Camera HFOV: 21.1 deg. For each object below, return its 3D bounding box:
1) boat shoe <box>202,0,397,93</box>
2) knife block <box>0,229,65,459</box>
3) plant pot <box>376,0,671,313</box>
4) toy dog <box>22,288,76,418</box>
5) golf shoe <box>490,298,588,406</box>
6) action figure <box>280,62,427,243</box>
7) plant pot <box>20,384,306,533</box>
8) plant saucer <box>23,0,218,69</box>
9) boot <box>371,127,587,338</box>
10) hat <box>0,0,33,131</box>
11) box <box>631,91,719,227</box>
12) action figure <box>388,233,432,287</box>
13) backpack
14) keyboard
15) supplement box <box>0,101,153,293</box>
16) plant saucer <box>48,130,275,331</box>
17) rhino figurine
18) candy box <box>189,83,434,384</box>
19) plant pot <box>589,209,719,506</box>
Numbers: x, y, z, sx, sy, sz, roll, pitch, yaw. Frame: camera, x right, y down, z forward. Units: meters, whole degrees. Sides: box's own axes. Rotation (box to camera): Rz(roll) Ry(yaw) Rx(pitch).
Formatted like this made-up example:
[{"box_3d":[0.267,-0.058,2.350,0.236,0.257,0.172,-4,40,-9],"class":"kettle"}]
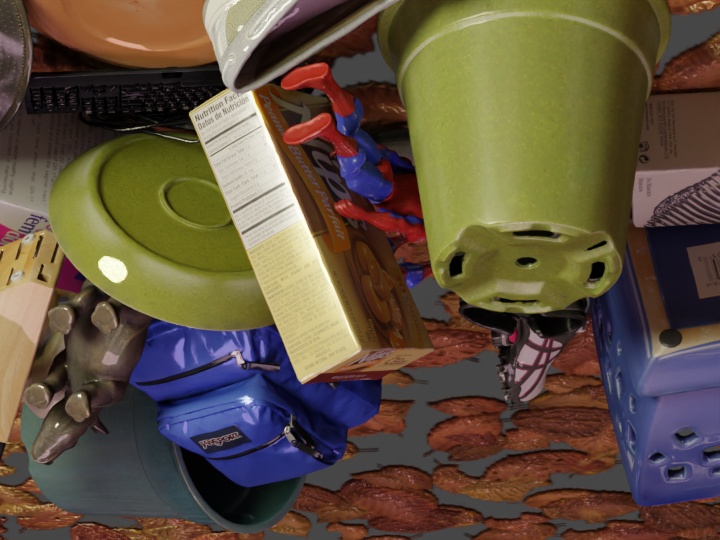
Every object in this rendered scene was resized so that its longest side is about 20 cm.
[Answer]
[{"box_3d":[-0.005,-0.179,1.195,0.202,0.065,0.074,-26,145,13],"class":"boat shoe"},{"box_3d":[-0.266,0.080,1.410,0.200,0.064,0.176,-20,123,17],"class":"knife block"},{"box_3d":[0.109,-0.081,1.267,0.200,0.190,0.200,1,151,0],"class":"plant pot"},{"box_3d":[-0.318,-0.001,1.514,0.200,0.140,0.194,28,-174,-39],"class":"toy dog"},{"box_3d":[0.152,0.054,1.630,0.088,0.077,0.200,-10,151,3],"class":"golf shoe"},{"box_3d":[0.004,-0.066,1.283,0.052,0.065,0.200,-20,148,20],"class":"action figure"},{"box_3d":[-0.176,0.134,1.685,0.196,0.200,0.200,-9,150,34],"class":"plant pot"},{"box_3d":[-0.136,-0.188,1.250,0.200,0.032,0.200,0,151,0],"class":"plant saucer"},{"box_3d":[0.081,-0.025,1.428,0.200,0.131,0.068,13,149,-20],"class":"boot"},{"box_3d":[-0.313,-0.139,1.227,0.200,0.081,0.201,3,122,5],"class":"hat"},{"box_3d":[0.292,-0.082,1.379,0.200,0.068,0.082,-3,150,9],"class":"box"},{"box_3d":[0.000,0.000,1.439,0.200,0.065,0.052,-28,158,-47],"class":"action figure"},{"box_3d":[-0.090,0.060,1.485,0.162,0.168,0.200,-21,137,26],"class":"backpack"},{"box_3d":[-0.131,-0.112,1.340,0.200,0.040,0.104,-2,172,-7],"class":"keyboard"},{"box_3d":[-0.259,-0.066,1.404,0.200,0.103,0.101,15,147,-26],"class":"supplement box"},{"box_3d":[-0.116,-0.038,1.348,0.200,0.200,0.031,11,128,-16],"class":"plant saucer"},{"box_3d":[-0.197,0.074,1.397,0.060,0.087,0.200,31,126,9],"class":"rhino figurine"},{"box_3d":[-0.031,-0.025,1.296,0.055,0.200,0.115,-29,165,22],"class":"candy box"},{"box_3d":[0.280,0.040,1.459,0.200,0.200,0.180,-10,144,4],"class":"plant pot"}]
